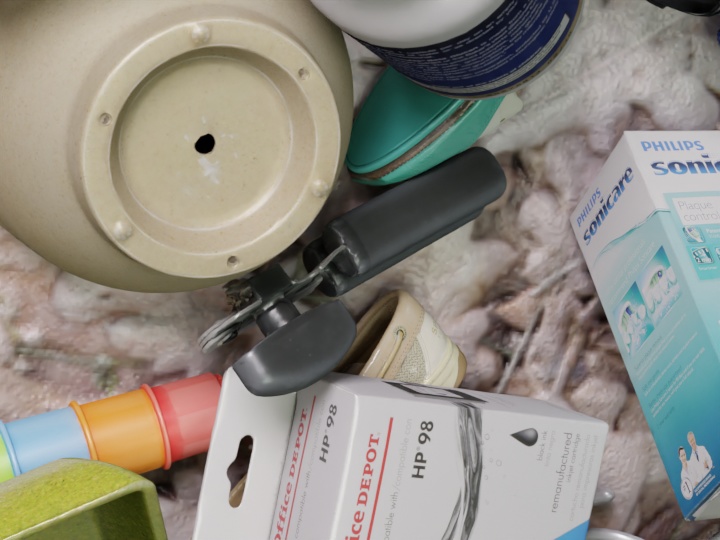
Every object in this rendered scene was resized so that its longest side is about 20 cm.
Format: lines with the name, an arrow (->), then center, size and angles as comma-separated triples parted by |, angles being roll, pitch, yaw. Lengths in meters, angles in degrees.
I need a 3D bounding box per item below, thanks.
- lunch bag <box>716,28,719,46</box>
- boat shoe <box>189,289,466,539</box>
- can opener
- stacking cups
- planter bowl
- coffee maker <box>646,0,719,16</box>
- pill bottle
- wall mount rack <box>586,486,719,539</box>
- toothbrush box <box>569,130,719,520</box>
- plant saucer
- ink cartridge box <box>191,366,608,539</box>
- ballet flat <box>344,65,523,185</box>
lunch bag -> 0.298, -0.122, 0.862 | 0.161, 0.200, 0.082 | 16, 96, -29
boat shoe -> -0.031, 0.094, 0.882 | 0.200, 0.072, 0.065 | -44, 116, -9
can opener -> 0.000, 0.000, 0.830 | 0.200, 0.053, 0.066 | -34, 87, -33
stacking cups -> -0.163, 0.093, 0.834 | 0.200, 0.061, 0.061 | -18, 115, -19
planter bowl -> -0.085, -0.073, 0.757 | 0.200, 0.135, 0.200 | -8, 112, -21
coffee maker -> 0.189, -0.250, 0.766 | 0.200, 0.135, 0.192 | -46, 130, -22
pill bottle -> 0.031, -0.146, 0.717 | 0.111, 0.111, 0.200 | -58, 163, 6
wall mount rack -> 0.225, 0.177, 0.966 | 0.200, 0.174, 0.075 | 41, 55, -30
toothbrush box -> 0.221, 0.024, 0.882 | 0.146, 0.200, 0.085 | -1, 145, -21
plant saucer -> -0.194, 0.170, 0.816 | 0.200, 0.048, 0.200 | -22, 148, -14
ink cartridge box -> 0.022, 0.119, 0.838 | 0.200, 0.067, 0.116 | 9, 94, -30
ballet flat -> 0.072, -0.118, 0.848 | 0.070, 0.067, 0.200 | 28, 99, -43
